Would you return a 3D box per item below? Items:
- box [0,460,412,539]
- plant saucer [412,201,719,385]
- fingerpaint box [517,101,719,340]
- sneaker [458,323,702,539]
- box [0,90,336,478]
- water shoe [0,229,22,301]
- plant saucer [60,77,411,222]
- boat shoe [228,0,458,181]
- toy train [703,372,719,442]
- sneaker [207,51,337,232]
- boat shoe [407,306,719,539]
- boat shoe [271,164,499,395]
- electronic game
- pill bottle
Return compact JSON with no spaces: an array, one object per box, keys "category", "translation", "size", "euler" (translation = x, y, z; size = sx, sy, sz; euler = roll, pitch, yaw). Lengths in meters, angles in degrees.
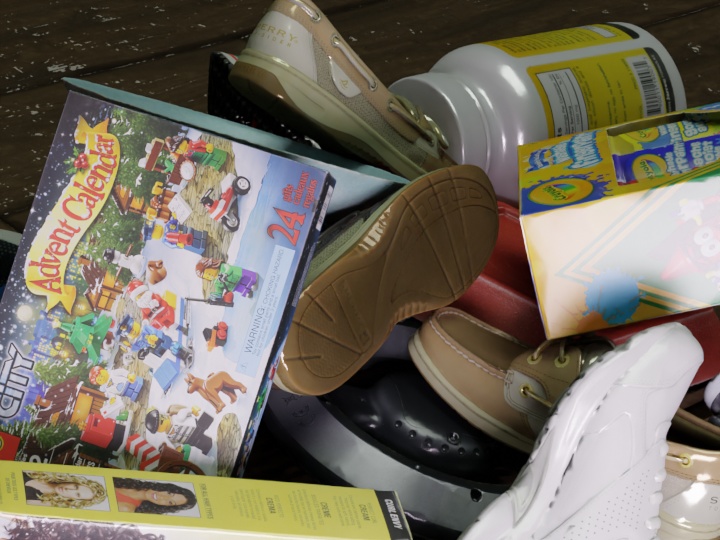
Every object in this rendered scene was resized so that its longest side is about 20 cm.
[{"category":"box","translation":[-0.080,0.137,1.215],"size":[0.199,0.076,0.050],"euler":[4,26,-15]},{"category":"plant saucer","translation":[0.106,0.012,1.527],"size":[0.199,0.037,0.200],"euler":[28,18,24]},{"category":"fingerpaint box","translation":[0.171,-0.037,1.418],"size":[0.166,0.074,0.200],"euler":[-12,12,7]},{"category":"sneaker","translation":[0.117,0.119,1.266],"size":[0.099,0.078,0.200],"euler":[35,75,8]},{"category":"box","translation":[-0.107,0.028,1.278],"size":[0.136,0.201,0.038],"euler":[17,-3,7]},{"category":"water shoe","translation":[-0.166,0.039,1.360],"size":[0.199,0.072,0.079],"euler":[24,33,22]},{"category":"plant saucer","translation":[-0.071,-0.059,1.424],"size":[0.200,0.039,0.201],"euler":[17,5,-2]},{"category":"boat shoe","translation":[0.003,-0.095,1.517],"size":[0.073,0.063,0.200],"euler":[20,-8,44]},{"category":"toy train","translation":[0.262,0.101,1.354],"size":[0.114,0.087,0.200],"euler":[-27,65,-26]},{"category":"sneaker","translation":[-0.023,-0.087,1.658],"size":[0.093,0.071,0.200],"euler":[-8,32,-25]},{"category":"boat shoe","translation":[0.116,0.067,1.367],"size":[0.199,0.067,0.074],"euler":[32,27,20]},{"category":"boat shoe","translation":[0.000,0.000,1.375],"size":[0.065,0.074,0.200],"euler":[-1,23,40]},{"category":"electronic game","translation":[0.038,0.085,1.396],"size":[0.199,0.042,0.200],"euler":[18,26,-9]},{"category":"pill bottle","translation":[0.107,-0.095,1.687],"size":[0.199,0.113,0.112],"euler":[-13,37,-41]}]
